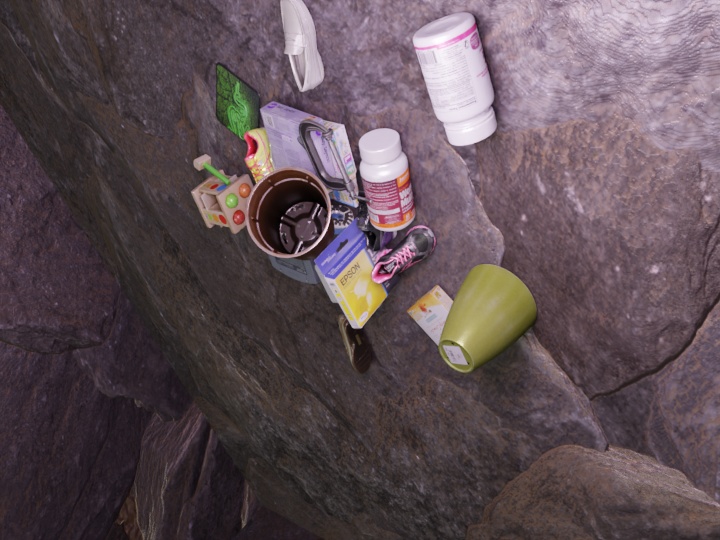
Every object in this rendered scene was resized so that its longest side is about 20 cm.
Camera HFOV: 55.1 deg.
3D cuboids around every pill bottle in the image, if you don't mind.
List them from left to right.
[{"bbox_3d":[0.057,-0.197,1.508,0.108,0.109,0.204,20,139,35],"label":"pill bottle"},{"bbox_3d":[0.173,-0.335,1.219,0.112,0.113,0.203,9,132,44],"label":"pill bottle"}]

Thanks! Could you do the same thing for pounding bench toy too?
[{"bbox_3d":[-0.393,-0.232,1.991,0.153,0.124,0.204,13,135,41],"label":"pounding bench toy"}]

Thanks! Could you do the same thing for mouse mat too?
[{"bbox_3d":[-0.323,-0.427,1.810,0.160,0.008,0.202,38,148,15],"label":"mouse mat"}]

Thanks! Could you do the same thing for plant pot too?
[{"bbox_3d":[-0.149,-0.114,1.619,0.199,0.202,0.198,39,178,11],"label":"plant pot"},{"bbox_3d":[0.262,0.124,1.522,0.185,0.200,0.190,30,145,24],"label":"plant pot"}]

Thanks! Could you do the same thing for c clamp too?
[{"bbox_3d":[-0.060,-0.241,1.511,0.169,0.027,0.203,12,135,54],"label":"c clamp"}]

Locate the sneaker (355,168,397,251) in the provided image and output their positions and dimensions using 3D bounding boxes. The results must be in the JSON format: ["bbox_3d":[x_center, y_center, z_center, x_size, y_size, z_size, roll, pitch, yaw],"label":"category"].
[{"bbox_3d":[0.025,-0.139,1.627,0.075,0.087,0.204,10,131,44],"label":"sneaker"}]

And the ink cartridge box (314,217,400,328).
[{"bbox_3d":[0.000,0.000,1.703,0.046,0.198,0.203,-1,126,45],"label":"ink cartridge box"}]

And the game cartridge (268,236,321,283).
[{"bbox_3d":[-0.201,-0.033,2.060,0.197,0.042,0.135,21,143,36],"label":"game cartridge"}]

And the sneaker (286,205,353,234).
[{"bbox_3d":[-0.116,-0.126,1.775,0.194,0.080,0.090,13,150,3],"label":"sneaker"}]

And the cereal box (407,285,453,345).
[{"bbox_3d":[0.222,0.143,1.740,0.200,0.039,0.144,47,148,2],"label":"cereal box"}]

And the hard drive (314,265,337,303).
[{"bbox_3d":[-0.036,0.039,1.948,0.197,0.026,0.134,4,128,48],"label":"hard drive"}]

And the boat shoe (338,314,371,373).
[{"bbox_3d":[-0.021,0.218,2.096,0.076,0.071,0.205,28,138,52],"label":"boat shoe"}]

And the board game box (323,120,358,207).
[{"bbox_3d":[-0.068,-0.259,1.648,0.133,0.034,0.204,24,142,43],"label":"board game box"}]

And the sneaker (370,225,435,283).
[{"bbox_3d":[0.096,-0.029,1.630,0.079,0.095,0.199,50,129,-3],"label":"sneaker"}]

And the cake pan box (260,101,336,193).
[{"bbox_3d":[-0.149,-0.291,1.643,0.198,0.052,0.188,27,141,40],"label":"cake pan box"}]

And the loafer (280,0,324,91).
[{"bbox_3d":[-0.131,-0.481,1.463,0.069,0.070,0.204,15,135,40],"label":"loafer"}]

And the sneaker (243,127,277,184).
[{"bbox_3d":[-0.257,-0.263,1.754,0.077,0.089,0.206,-13,86,42],"label":"sneaker"}]
